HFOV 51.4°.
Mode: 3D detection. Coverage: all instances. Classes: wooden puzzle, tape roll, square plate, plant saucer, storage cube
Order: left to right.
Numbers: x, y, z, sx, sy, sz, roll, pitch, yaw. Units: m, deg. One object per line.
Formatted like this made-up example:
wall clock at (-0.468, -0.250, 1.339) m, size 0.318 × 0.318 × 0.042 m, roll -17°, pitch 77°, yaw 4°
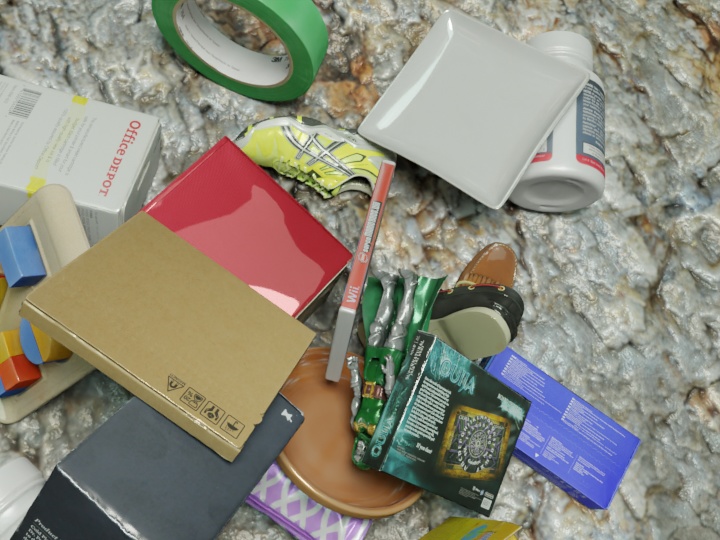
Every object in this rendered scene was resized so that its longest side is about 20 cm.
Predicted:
wooden puzzle at (-0.339, 0.038, 0.745) m, size 0.199 × 0.046 × 0.186 m, roll -29°, pitch 77°, yaw 28°
storage cube at (-0.141, 0.008, 0.785) m, size 0.180 × 0.171 × 0.200 m, roll 42°, pitch 70°, yaw 2°
tape roll at (-0.137, -0.276, 0.853) m, size 0.199 × 0.200 × 0.048 m, roll 24°, pitch 71°, yaw -3°
plant saucer at (-0.016, 0.171, 0.787) m, size 0.199 × 0.038 × 0.201 m, roll 22°, pitch 38°, yaw -19°
square plate at (0.130, -0.190, 0.873) m, size 0.199 × 0.028 × 0.199 m, roll 32°, pitch 80°, yaw 20°

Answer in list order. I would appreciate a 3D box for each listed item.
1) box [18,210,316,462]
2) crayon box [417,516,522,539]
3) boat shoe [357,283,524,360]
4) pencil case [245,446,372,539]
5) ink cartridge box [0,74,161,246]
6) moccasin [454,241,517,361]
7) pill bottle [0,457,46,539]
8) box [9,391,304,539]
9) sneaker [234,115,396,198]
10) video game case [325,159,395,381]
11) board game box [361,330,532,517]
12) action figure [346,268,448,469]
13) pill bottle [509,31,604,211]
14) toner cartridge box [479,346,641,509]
box at (-0.149, 0.045, 0.626) m, size 0.199 × 0.021 × 0.164 m, roll 35°, pitch 35°, yaw -1°
crayon box at (0.082, 0.297, 0.725) m, size 0.126 × 0.200 × 0.051 m, roll -29°, pitch 81°, yaw -17°
boat shoe at (0.083, 0.060, 0.807) m, size 0.063 × 0.201 × 0.074 m, roll -44°, pitch 113°, yaw -43°
pencil case at (-0.080, 0.225, 0.776) m, size 0.199 × 0.084 × 0.086 m, roll 33°, pitch 34°, yaw 1°
ink cartridge box at (-0.334, -0.116, 0.813) m, size 0.199 × 0.084 × 0.146 m, roll 14°, pitch 54°, yaw -6°
moccasin at (0.129, 0.051, 0.872) m, size 0.073 × 0.078 × 0.202 m, roll 37°, pitch 71°, yaw 1°
pill bottle at (-0.286, 0.280, 0.703) m, size 0.200 × 0.120 × 0.120 m, roll 44°, pitch 71°, yaw 4°
box at (-0.176, 0.192, 0.627) m, size 0.124 × 0.197 × 0.200 m, roll 42°, pitch 31°, yaw 0°
sneaker at (-0.052, -0.131, 0.893) m, size 0.198 × 0.075 × 0.077 m, roll 4°, pitch 71°, yaw -8°
video game case at (0.000, 0.000, 0.801) m, size 0.017 × 0.143 × 0.201 m, roll 14°, pitch 54°, yaw 1°
board game box at (0.096, 0.160, 0.755) m, size 0.200 × 0.028 × 0.136 m, roll 36°, pitch 73°, yaw -42°
action figure at (0.023, 0.099, 0.754) m, size 0.054 × 0.118 × 0.201 m, roll 18°, pitch 76°, yaw -36°
pill bottle at (0.244, -0.187, 0.935) m, size 0.119 × 0.120 × 0.201 m, roll 9°, pitch 72°, yaw -8°
toner cartridge box at (0.216, 0.181, 0.868) m, size 0.199 × 0.043 × 0.095 m, roll 35°, pitch 70°, yaw 1°
